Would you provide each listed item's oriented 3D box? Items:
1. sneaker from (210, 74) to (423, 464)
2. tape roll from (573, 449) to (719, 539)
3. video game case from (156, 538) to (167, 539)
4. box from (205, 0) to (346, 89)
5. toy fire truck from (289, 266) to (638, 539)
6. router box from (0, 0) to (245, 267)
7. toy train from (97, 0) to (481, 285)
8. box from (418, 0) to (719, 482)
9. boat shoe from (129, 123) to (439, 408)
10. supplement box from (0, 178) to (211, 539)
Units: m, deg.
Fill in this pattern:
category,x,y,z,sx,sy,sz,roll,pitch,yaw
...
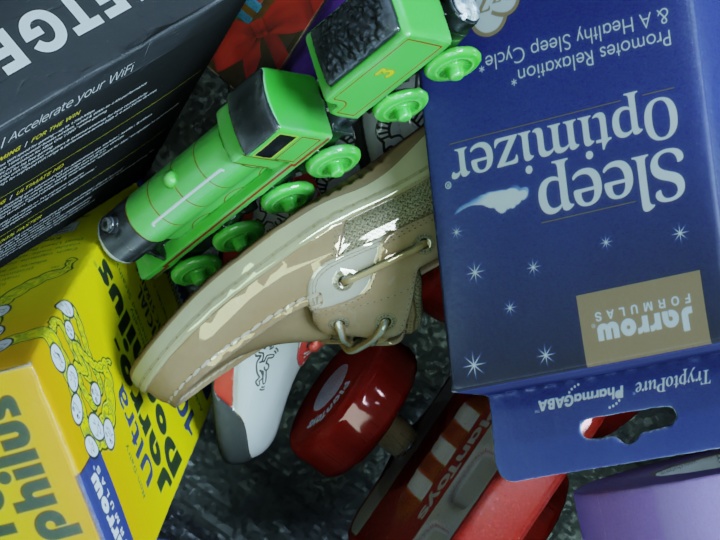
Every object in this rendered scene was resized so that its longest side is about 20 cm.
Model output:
category,x,y,z,sx,sy,sz,roll,pitch,yaw
sneaker,-0.007,-0.013,1.055,0.107,0.067,0.203,4,97,-3
tape roll,0.188,0.097,0.978,0.199,0.200,0.066,-12,88,4
video game case,-0.041,0.167,1.049,0.199,0.046,0.181,2,153,40
box,-0.029,-0.184,0.985,0.137,0.039,0.200,40,108,19
toy fire truck,0.068,0.051,1.028,0.112,0.168,0.200,38,85,-14
router box,-0.142,-0.047,0.932,0.051,0.200,0.149,48,142,8
toy train,-0.032,-0.052,0.959,0.056,0.042,0.200,5,147,-45
box,0.084,-0.029,0.918,0.121,0.032,0.201,-13,79,32
boat shoe,0.000,0.000,0.985,0.200,0.071,0.065,-35,88,-4
supplement box,-0.140,0.054,1.014,0.109,0.200,0.109,-15,111,14
